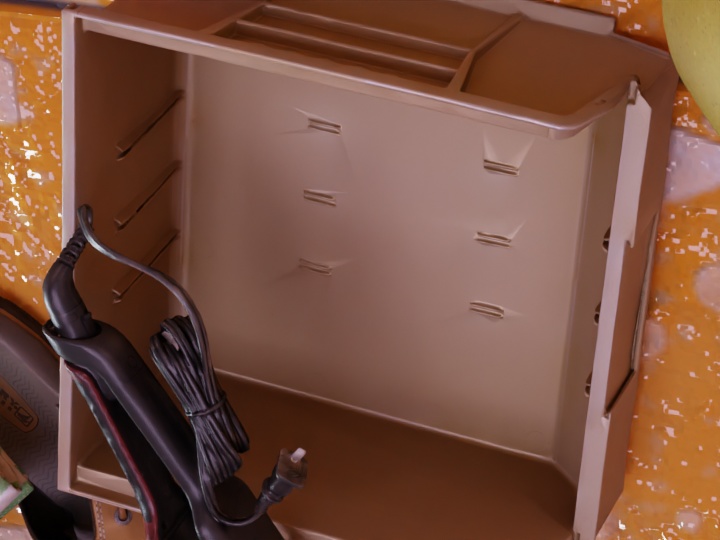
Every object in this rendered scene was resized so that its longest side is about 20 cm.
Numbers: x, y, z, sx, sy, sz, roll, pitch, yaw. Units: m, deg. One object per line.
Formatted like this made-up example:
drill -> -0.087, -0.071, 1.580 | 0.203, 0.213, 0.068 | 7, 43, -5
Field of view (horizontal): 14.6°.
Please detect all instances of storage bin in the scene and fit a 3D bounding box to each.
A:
storage bin -> 0.000, 0.000, 1.015 | 0.198, 0.094, 0.201 | 14, 122, 17

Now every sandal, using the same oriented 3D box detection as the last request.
sandal -> -0.109, 0.085, 1.135 | 0.200, 0.055, 0.082 | 41, 126, -2

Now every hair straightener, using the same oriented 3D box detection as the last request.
hair straightener -> -0.050, 0.064, 1.000 | 0.077, 0.041, 0.201 | -16, 106, 30

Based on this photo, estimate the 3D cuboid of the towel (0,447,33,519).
towel -> -0.246, 0.061, 1.139 | 0.153, 0.023, 0.200 | -43, 79, 8

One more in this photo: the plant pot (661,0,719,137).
plant pot -> 0.176, -0.081, 0.851 | 0.142, 0.200, 0.201 | 18, 127, 46
